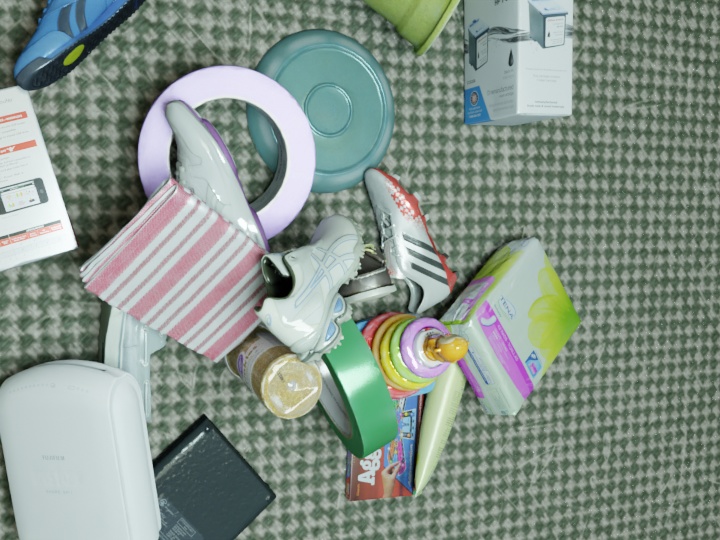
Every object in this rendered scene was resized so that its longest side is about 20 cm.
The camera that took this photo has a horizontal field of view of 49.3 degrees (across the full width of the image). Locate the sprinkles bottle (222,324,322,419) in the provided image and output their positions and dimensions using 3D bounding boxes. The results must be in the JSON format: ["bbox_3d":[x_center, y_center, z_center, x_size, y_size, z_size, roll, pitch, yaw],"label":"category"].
[{"bbox_3d":[-0.104,0.106,0.883,0.067,0.200,0.070,-3,97,-22],"label":"sprinkles bottle"}]

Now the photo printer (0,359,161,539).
[{"bbox_3d":[-0.304,0.197,0.843,0.164,0.069,0.204,-3,98,21],"label":"photo printer"}]

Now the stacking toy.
[{"bbox_3d":[0.069,0.096,0.933,0.114,0.200,0.112,-9,83,-22],"label":"stacking toy"}]

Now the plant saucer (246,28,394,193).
[{"bbox_3d":[-0.043,-0.198,0.975,0.197,0.027,0.204,-2,95,-21],"label":"plant saucer"}]

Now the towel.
[{"bbox_3d":[-0.172,0.006,0.823,0.146,0.030,0.199,-41,131,12],"label":"towel"}]

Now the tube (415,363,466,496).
[{"bbox_3d":[0.101,0.198,1.042,0.058,0.052,0.203,21,80,-36],"label":"tube"}]

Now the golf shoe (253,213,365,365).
[{"bbox_3d":[-0.054,-0.005,0.816,0.097,0.202,0.078,35,126,-21],"label":"golf shoe"}]

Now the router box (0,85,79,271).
[{"bbox_3d":[-0.420,-0.081,0.821,0.197,0.049,0.182,-18,101,-20],"label":"router box"}]

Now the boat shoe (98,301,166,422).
[{"bbox_3d":[-0.258,0.079,0.895,0.070,0.070,0.204,2,99,-26],"label":"boat shoe"}]

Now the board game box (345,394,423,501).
[{"bbox_3d":[0.034,0.202,1.045,0.101,0.019,0.204,1,94,-21],"label":"board game box"}]

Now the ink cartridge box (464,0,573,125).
[{"bbox_3d":[0.198,-0.293,0.999,0.084,0.146,0.204,-4,96,-19],"label":"ink cartridge box"}]

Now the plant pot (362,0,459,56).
[{"bbox_3d":[0.037,-0.388,0.917,0.182,0.200,0.203,26,85,-10],"label":"plant pot"}]

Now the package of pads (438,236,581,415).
[{"bbox_3d":[0.199,0.068,1.047,0.200,0.068,0.156,-44,111,-35],"label":"package of pads"}]

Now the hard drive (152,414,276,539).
[{"bbox_3d":[-0.217,0.294,0.945,0.200,0.033,0.140,-42,108,-13],"label":"hard drive"}]

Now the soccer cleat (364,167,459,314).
[{"bbox_3d":[0.052,-0.036,1.007,0.085,0.068,0.201,-39,112,-18],"label":"soccer cleat"}]

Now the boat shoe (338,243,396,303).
[{"bbox_3d":[0.000,0.000,0.920,0.071,0.200,0.061,-10,94,-2],"label":"boat shoe"}]

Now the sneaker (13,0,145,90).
[{"bbox_3d":[-0.307,-0.275,0.833,0.078,0.066,0.201,41,66,-12],"label":"sneaker"}]

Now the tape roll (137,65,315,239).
[{"bbox_3d":[-0.153,-0.130,0.898,0.197,0.066,0.204,-4,105,-15],"label":"tape roll"}]

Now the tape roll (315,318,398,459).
[{"bbox_3d":[-0.027,0.118,0.915,0.048,0.200,0.203,-26,104,-17],"label":"tape roll"}]

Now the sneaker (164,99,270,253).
[{"bbox_3d":[-0.170,-0.077,0.831,0.098,0.075,0.202,-25,109,-9],"label":"sneaker"}]
